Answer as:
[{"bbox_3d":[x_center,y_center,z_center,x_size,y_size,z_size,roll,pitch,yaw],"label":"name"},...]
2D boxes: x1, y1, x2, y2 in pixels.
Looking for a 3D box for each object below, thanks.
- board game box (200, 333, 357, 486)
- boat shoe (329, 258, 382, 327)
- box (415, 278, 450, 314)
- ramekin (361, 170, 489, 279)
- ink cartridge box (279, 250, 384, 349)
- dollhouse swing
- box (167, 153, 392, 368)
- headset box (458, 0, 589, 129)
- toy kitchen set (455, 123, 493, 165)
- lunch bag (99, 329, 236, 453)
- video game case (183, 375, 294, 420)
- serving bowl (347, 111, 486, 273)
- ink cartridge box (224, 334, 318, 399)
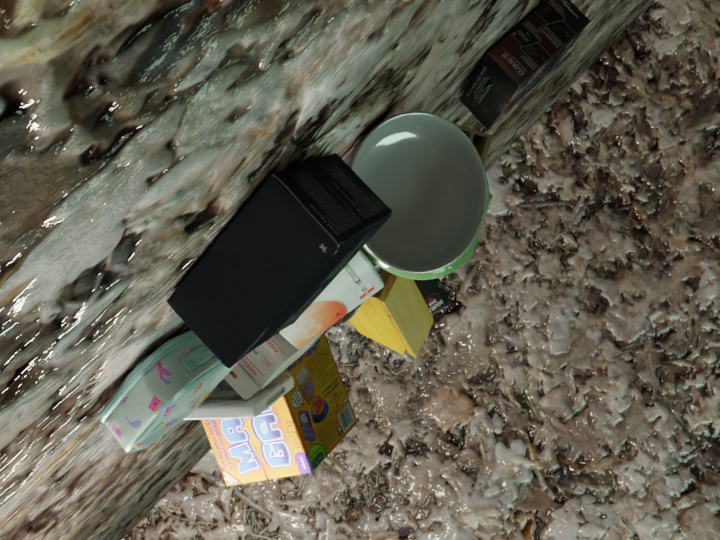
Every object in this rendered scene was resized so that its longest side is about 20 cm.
[{"bbox_3d":[-0.159,0.254,1.774,0.197,0.203,0.200,-14,-169,29],"label":"board game box"},{"bbox_3d":[0.000,0.000,1.438,0.202,0.073,0.060,-58,155,0],"label":"boat shoe"},{"bbox_3d":[0.060,0.009,1.777,0.147,0.202,0.124,-27,178,8],"label":"box"},{"bbox_3d":[0.086,-0.099,1.337,0.200,0.200,0.098,-42,167,-27],"label":"ramekin"},{"bbox_3d":[-0.064,0.017,1.309,0.161,0.050,0.200,-36,153,1],"label":"ink cartridge box"},{"bbox_3d":[0.053,0.001,1.584,0.176,0.183,0.199,-45,-144,-19],"label":"dollhouse swing"},{"bbox_3d":[-0.086,-0.017,1.060,0.200,0.104,0.182,-47,176,23],"label":"box"},{"bbox_3d":[0.249,-0.324,1.496,0.200,0.075,0.149,-43,175,-20],"label":"headset box"},{"bbox_3d":[0.132,-0.182,1.680,0.200,0.161,0.183,-11,119,-82],"label":"toy kitchen set"},{"bbox_3d":[-0.238,0.139,1.246,0.161,0.077,0.200,-49,174,29],"label":"lunch bag"},{"bbox_3d":[-0.224,0.198,1.485,0.197,0.024,0.182,-4,-173,15],"label":"video game case"},{"bbox_3d":[0.062,-0.098,1.217,0.200,0.201,0.066,-43,-163,-17],"label":"serving bowl"},{"bbox_3d":[-0.146,0.100,1.467,0.068,0.115,0.200,-48,175,34],"label":"ink cartridge box"}]
